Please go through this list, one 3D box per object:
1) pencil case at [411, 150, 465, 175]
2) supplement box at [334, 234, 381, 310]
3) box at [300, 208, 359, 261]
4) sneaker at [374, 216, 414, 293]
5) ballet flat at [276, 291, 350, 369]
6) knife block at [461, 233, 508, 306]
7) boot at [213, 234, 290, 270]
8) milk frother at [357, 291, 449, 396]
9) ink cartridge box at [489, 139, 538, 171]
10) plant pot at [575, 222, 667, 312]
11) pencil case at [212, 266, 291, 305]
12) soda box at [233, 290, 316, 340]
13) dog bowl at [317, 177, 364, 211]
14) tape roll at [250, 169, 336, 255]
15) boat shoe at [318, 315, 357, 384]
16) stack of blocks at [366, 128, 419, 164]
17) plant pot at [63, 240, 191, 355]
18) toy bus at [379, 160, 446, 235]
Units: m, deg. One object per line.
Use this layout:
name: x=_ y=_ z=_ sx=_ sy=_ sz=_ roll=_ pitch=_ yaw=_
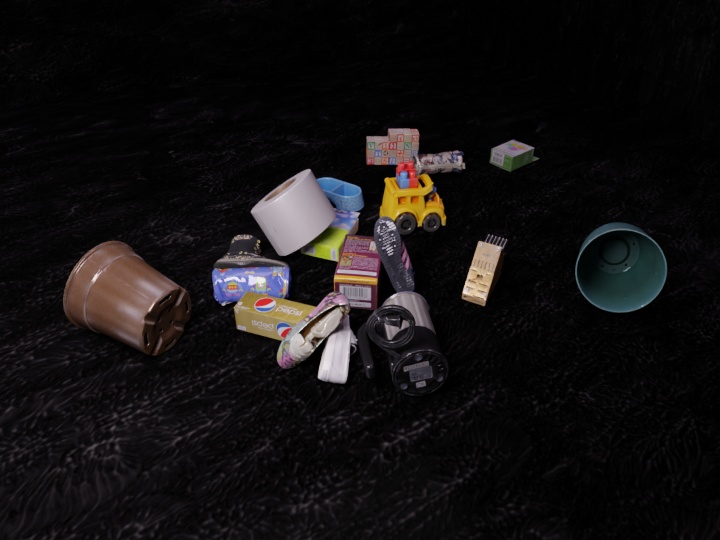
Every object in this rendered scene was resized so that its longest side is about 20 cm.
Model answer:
pencil case: x=0.277 y=-0.385 z=1.895 sx=0.192 sy=0.081 sz=0.089 roll=-8 pitch=15 yaw=-14
supplement box: x=0.000 y=0.000 z=1.327 sx=0.106 sy=0.088 sz=0.203 roll=4 pitch=35 yaw=6
box: x=-0.084 y=-0.108 z=1.512 sx=0.117 sy=0.049 sz=0.202 roll=12 pitch=37 yaw=14
sneaker: x=0.084 y=-0.044 z=1.310 sx=0.068 sy=0.206 sz=0.082 roll=-14 pitch=19 yaw=13
ballet flat: x=-0.095 y=0.128 z=1.083 sx=0.200 sy=0.069 sz=0.071 roll=-46 pitch=25 yaw=-5
knife block: x=0.333 y=0.001 z=1.377 sx=0.062 sy=0.175 sz=0.207 roll=16 pitch=81 yaw=23
boot: x=-0.270 y=-0.035 z=1.379 sx=0.195 sy=0.076 sz=0.156 roll=3 pitch=32 yaw=3
milk frother: x=0.084 y=0.110 z=1.064 sx=0.173 sy=0.206 sz=0.191 roll=2 pitch=33 yaw=-10
ink cartridge box: x=0.595 y=-0.448 z=2.014 sx=0.196 sy=0.061 sz=0.103 roll=-25 pitch=42 yaw=-33
plant pot: x=0.635 y=-0.024 z=1.302 sx=0.194 sy=0.208 sz=0.161 roll=14 pitch=24 yaw=18
pencil case: x=-0.263 y=0.036 z=1.273 sx=0.192 sy=0.091 sz=0.078 roll=-3 pitch=-7 yaw=-7
soda box: x=-0.182 y=0.109 z=1.184 sx=0.193 sy=0.066 sz=0.068 roll=12 pitch=36 yaw=14
dog bowl: x=-0.076 y=-0.251 z=1.716 sx=0.195 sy=0.051 sz=0.111 roll=22 pitch=39 yaw=25
tape roll: x=-0.180 y=-0.158 z=1.422 sx=0.198 sy=0.142 sz=0.204 roll=-30 pitch=19 yaw=11
boat shoe: x=-0.040 y=0.158 z=1.121 sx=0.066 sy=0.074 sz=0.202 roll=20 pitch=29 yaw=-6
stack of blocks: x=0.118 y=-0.463 z=1.969 sx=0.191 sy=0.119 sz=0.059 roll=-1 pitch=33 yaw=-2
plant pot: x=-0.485 y=0.071 z=1.128 sx=0.193 sy=0.206 sz=0.200 roll=23 pitch=39 yaw=18
toy bus: x=0.161 y=-0.225 z=1.564 sx=0.192 sy=0.198 sz=0.137 roll=-4 pitch=32 yaw=-11
